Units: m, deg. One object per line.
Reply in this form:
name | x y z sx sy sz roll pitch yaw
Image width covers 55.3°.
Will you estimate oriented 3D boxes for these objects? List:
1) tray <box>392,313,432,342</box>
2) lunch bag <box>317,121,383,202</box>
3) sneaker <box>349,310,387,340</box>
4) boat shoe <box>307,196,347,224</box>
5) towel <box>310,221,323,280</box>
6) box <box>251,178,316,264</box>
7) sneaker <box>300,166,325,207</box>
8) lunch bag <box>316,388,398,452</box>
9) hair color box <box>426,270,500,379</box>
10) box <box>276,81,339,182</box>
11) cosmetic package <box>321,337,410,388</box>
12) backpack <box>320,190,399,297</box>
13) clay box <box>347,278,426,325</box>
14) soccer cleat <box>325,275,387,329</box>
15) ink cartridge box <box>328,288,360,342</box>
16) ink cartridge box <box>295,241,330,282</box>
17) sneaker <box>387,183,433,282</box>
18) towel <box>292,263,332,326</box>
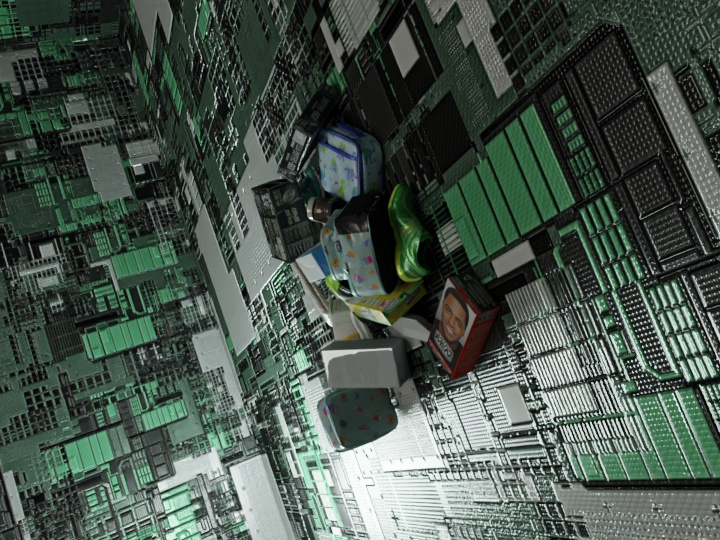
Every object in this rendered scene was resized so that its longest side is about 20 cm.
tray | 0.112 0.120 1.519 0.107 0.022 0.199 40 166 -22
lunch bag | -0.026 -0.244 1.564 0.200 0.082 0.163 39 136 50
sneaker | 0.031 0.151 1.718 0.079 0.073 0.203 -7 99 45
boat shoe | -0.057 -0.138 1.617 0.059 0.200 0.073 8 92 22
towel | -0.117 -0.057 1.888 0.200 0.047 0.174 167 90 -77
box | -0.201 -0.133 1.809 0.163 0.085 0.203 15 124 65
sneaker | -0.146 -0.201 1.846 0.078 0.079 0.201 64 153 20
lunch bag | -0.007 0.366 1.771 0.077 0.198 0.162 -46 64 50
hair color box | 0.195 0.108 1.334 0.102 0.061 0.202 56 150 36
box | -0.126 -0.327 1.640 0.049 0.159 0.200 29 151 -3
cosmetic package | 0.012 0.225 1.664 0.197 0.071 0.103 -5 103 28
backpack | 0.008 -0.044 1.457 0.176 0.151 0.202 -64 -44 -60
clay box | 0.062 0.061 1.517 0.048 0.115 0.199 55 162 -20
soccer cleat | 0.001 0.065 1.636 0.200 0.068 0.081 42 146 -11
ink cartridge box | -0.036 0.144 1.795 0.117 0.066 0.203 -93 -6 -74
ink cartridge box | -0.042 -0.060 1.600 0.067 0.199 0.116 56 157 -7
sneaker | 0.109 -0.080 1.410 0.083 0.074 0.203 -8 91 32
towel | -0.130 0.056 1.887 0.201 0.034 0.133 57 175 18
